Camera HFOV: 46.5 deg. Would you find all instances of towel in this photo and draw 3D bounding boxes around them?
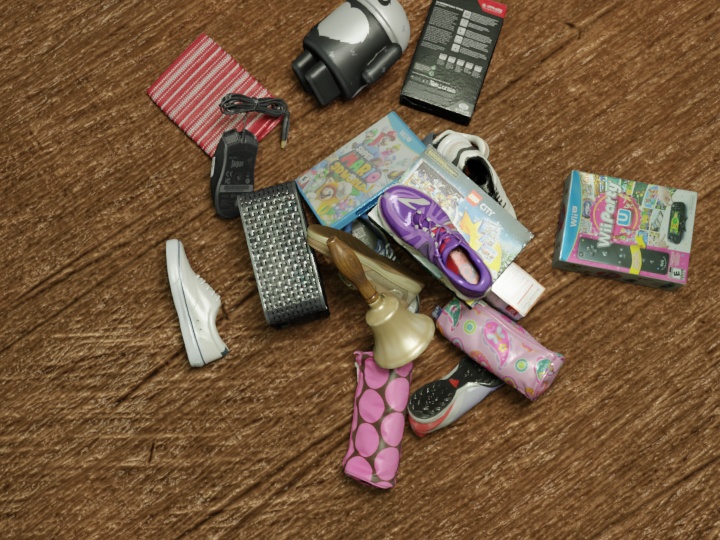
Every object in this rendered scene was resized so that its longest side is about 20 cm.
[{"bbox_3d":[-0.237,-0.277,1.378,0.200,0.022,0.145,43,86,9],"label":"towel"}]

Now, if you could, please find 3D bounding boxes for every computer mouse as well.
[{"bbox_3d":[-0.180,-0.188,1.340,0.046,0.139,0.203,28,119,41],"label":"computer mouse"}]

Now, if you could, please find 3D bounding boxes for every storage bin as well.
[{"bbox_3d":[-0.114,-0.021,1.278,0.093,0.135,0.203,-15,81,-2],"label":"storage bin"}]

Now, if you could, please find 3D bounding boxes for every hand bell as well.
[{"bbox_3d":[0.013,0.031,1.170,0.104,0.104,0.201,-38,118,-5],"label":"hand bell"}]

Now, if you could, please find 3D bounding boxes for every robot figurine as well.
[{"bbox_3d":[-0.013,-0.358,1.334,0.200,0.125,0.151,-41,90,-5],"label":"robot figurine"}]

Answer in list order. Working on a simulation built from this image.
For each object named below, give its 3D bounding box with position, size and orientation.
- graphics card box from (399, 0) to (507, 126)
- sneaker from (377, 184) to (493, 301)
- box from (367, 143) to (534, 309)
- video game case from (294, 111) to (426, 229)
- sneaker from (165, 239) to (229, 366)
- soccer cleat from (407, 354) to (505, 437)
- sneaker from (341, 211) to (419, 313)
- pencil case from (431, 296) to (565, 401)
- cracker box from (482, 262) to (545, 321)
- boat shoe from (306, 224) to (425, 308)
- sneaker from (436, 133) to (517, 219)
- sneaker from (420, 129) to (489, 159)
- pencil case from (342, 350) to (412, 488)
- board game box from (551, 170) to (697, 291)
[{"bbox_3d":[0.151,-0.351,1.369,0.124,0.051,0.202,18,81,3],"label":"graphics card box"},{"bbox_3d":[0.107,-0.046,1.133,0.200,0.083,0.081,43,86,8],"label":"sneaker"},{"bbox_3d":[0.128,-0.062,1.195,0.200,0.038,0.137,42,86,7],"label":"box"},{"bbox_3d":[0.003,-0.155,1.312,0.199,0.018,0.144,-35,46,0],"label":"video game case"},{"bbox_3d":[-0.255,0.046,1.311,0.070,0.073,0.203,-14,90,-11],"label":"sneaker"},{"bbox_3d":[0.157,0.186,1.287,0.198,0.074,0.068,-27,52,-20],"label":"soccer cleat"},{"bbox_3d":[0.025,-0.010,1.301,0.077,0.085,0.201,-33,83,-4],"label":"sneaker"},{"bbox_3d":[0.205,0.106,1.253,0.199,0.088,0.088,38,83,24],"label":"pencil case"},{"bbox_3d":[0.178,-0.007,1.273,0.199,0.134,0.058,40,84,6],"label":"cracker box"},{"bbox_3d":[0.000,0.000,1.225,0.198,0.071,0.065,29,106,-18],"label":"boat shoe"},{"bbox_3d":[0.186,-0.115,1.279,0.074,0.080,0.200,-41,122,1],"label":"sneaker"},{"bbox_3d":[0.107,-0.177,1.330,0.197,0.079,0.079,-14,82,0],"label":"sneaker"},{"bbox_3d":[0.023,0.222,1.265,0.092,0.091,0.203,7,83,8],"label":"pencil case"},{"bbox_3d":[0.412,-0.062,1.315,0.197,0.064,0.150,10,81,3],"label":"board game box"}]
